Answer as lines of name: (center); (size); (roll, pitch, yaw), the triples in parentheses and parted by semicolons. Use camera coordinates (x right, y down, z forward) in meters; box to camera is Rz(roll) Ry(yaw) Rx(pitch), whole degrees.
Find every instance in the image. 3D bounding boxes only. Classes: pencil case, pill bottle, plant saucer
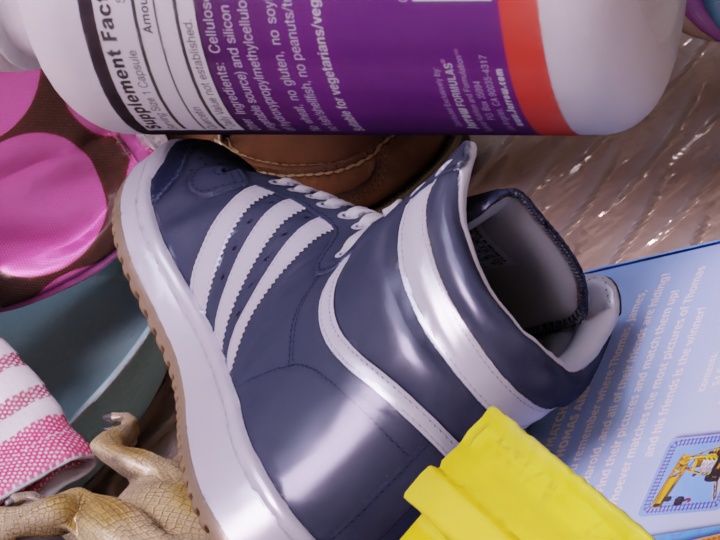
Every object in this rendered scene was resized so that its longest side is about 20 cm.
pencil case: (-0.129, -0.090, 0.889); (0.093, 0.201, 0.091); (-13, 32, 19)
pill bottle: (-0.016, -0.093, 0.771); (0.199, 0.113, 0.113); (1, 43, 18)
plant saucer: (-0.132, 0.044, 0.933); (0.199, 0.036, 0.200); (-27, 28, 15)

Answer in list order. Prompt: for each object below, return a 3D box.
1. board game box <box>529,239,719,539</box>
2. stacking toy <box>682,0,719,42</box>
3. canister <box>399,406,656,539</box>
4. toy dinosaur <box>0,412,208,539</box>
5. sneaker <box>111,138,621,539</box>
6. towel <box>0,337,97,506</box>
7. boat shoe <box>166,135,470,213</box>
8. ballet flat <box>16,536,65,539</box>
board game box: (0.083, 0.052, 0.690); (0.199, 0.037, 0.152); (-13, 38, 37)
stacking toy: (0.145, -0.078, 0.758); (0.085, 0.085, 0.200); (-40, 29, -4)
canister: (0.010, 0.144, 0.558); (0.200, 0.087, 0.148); (-49, 38, -2)
toy dinosaur: (-0.060, 0.079, 0.739); (0.100, 0.059, 0.200); (3, 30, 12)
sneaker: (0.000, 0.000, 0.749); (0.108, 0.070, 0.200); (-42, 30, 13)
towel: (-0.188, 0.021, 0.833); (0.146, 0.030, 0.200); (-27, 58, -26)
boat shoe: (-0.044, -0.058, 0.956); (0.072, 0.068, 0.200); (-46, 31, -21)
ballet flat: (-0.077, 0.128, 0.763); (0.067, 0.047, 0.200); (-15, 30, -18)
